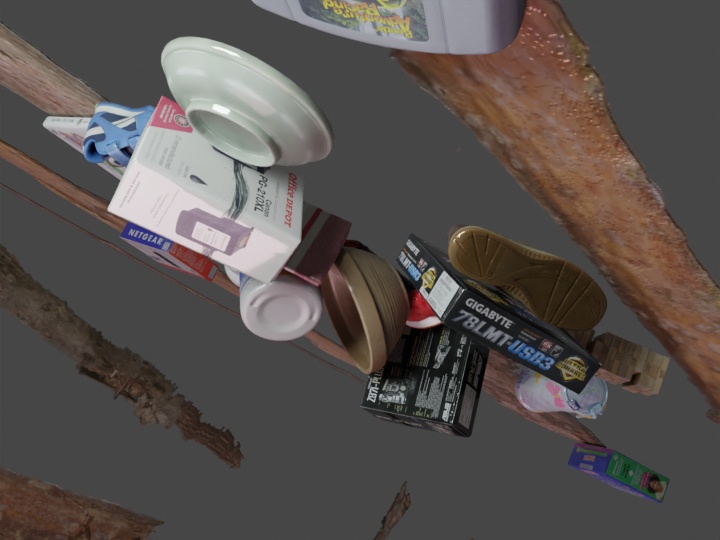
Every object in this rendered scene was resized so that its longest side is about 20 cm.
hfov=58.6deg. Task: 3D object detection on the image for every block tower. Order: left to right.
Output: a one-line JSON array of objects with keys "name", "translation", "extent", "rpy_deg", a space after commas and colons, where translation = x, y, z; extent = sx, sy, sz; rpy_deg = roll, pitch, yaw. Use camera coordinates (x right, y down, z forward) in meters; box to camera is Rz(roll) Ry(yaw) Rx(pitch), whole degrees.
[{"name": "block tower", "translation": [0.314, 0.108, 0.887], "extent": [0.199, 0.058, 0.054], "rpy_deg": [25, 165, 4]}]

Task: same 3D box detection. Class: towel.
[{"name": "towel", "translation": [-0.121, -0.061, 0.865], "extent": [0.199, 0.144, 0.023], "rpy_deg": [25, 128, 1]}]

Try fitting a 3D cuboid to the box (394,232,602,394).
[{"name": "box", "translation": [0.153, 0.043, 0.759], "extent": [0.200, 0.050, 0.199], "rpy_deg": [28, -166, -19]}]

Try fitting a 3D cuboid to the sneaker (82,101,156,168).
[{"name": "sneaker", "translation": [-0.296, -0.170, 0.855], "extent": [0.199, 0.082, 0.074], "rpy_deg": [12, 160, 36]}]

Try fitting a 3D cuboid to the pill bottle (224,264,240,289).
[{"name": "pill bottle", "translation": [-0.185, -0.006, 1.192], "extent": [0.112, 0.113, 0.200], "rpy_deg": [21, 166, 15]}]

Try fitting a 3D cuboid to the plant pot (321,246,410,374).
[{"name": "plant pot", "translation": [0.010, 0.044, 0.955], "extent": [0.201, 0.092, 0.201], "rpy_deg": [56, 159, 34]}]

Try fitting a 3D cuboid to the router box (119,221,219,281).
[{"name": "router box", "translation": [-0.502, -0.049, 1.692], "extent": [0.199, 0.049, 0.179], "rpy_deg": [16, 163, 33]}]

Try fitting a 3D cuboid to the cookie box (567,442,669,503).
[{"name": "cookie box", "translation": [0.715, 0.560, 1.788], "extent": [0.199, 0.075, 0.171], "rpy_deg": [28, 166, -12]}]

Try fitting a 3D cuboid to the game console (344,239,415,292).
[{"name": "game console", "translation": [0.000, 0.000, 1.091], "extent": [0.176, 0.031, 0.200], "rpy_deg": [0, 153, 46]}]

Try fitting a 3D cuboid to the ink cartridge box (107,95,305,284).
[{"name": "ink cartridge box", "translation": [-0.169, -0.092, 0.752], "extent": [0.200, 0.145, 0.084], "rpy_deg": [27, 125, -23]}]

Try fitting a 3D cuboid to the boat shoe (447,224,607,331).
[{"name": "boat shoe", "translation": [0.186, 0.002, 0.729], "extent": [0.199, 0.072, 0.072], "rpy_deg": [23, -165, -9]}]

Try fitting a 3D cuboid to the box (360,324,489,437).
[{"name": "box", "translation": [0.111, 0.150, 1.037], "extent": [0.163, 0.201, 0.086], "rpy_deg": [3, 156, 32]}]

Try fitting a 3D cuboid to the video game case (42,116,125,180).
[{"name": "video game case", "translation": [-0.407, -0.190, 1.083], "extent": [0.182, 0.024, 0.200], "rpy_deg": [13, 161, 39]}]

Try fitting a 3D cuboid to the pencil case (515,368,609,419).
[{"name": "pencil case", "translation": [0.353, 0.213, 1.139], "extent": [0.091, 0.083, 0.200], "rpy_deg": [48, 165, -2]}]

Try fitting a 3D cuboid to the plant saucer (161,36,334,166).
[{"name": "plant saucer", "translation": [-0.126, -0.159, 0.678], "extent": [0.199, 0.050, 0.200], "rpy_deg": [23, 165, 6]}]

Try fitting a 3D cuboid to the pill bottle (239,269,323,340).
[{"name": "pill bottle", "translation": [-0.117, -0.006, 0.916], "extent": [0.112, 0.112, 0.200], "rpy_deg": [34, -154, -33]}]

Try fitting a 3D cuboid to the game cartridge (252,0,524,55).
[{"name": "game cartridge", "translation": [-0.001, -0.192, 0.385], "extent": [0.199, 0.041, 0.133], "rpy_deg": [20, 169, 21]}]

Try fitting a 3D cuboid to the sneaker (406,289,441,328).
[{"name": "sneaker", "translation": [0.100, 0.023, 0.940], "extent": [0.200, 0.079, 0.115], "rpy_deg": [-12, 134, 48]}]
